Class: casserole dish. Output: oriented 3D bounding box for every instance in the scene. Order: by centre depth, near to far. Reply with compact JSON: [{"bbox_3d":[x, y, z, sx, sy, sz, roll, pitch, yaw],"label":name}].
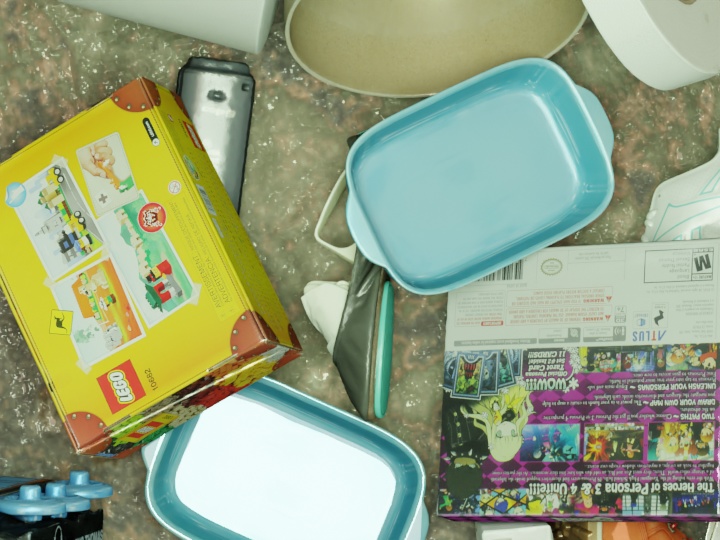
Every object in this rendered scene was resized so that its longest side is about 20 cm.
[{"bbox_3d":[0.075,-0.060,1.564,0.199,0.039,0.122,-26,90,-18],"label":"casserole dish"},{"bbox_3d":[-0.051,0.144,1.596,0.199,0.039,0.122,24,87,-2],"label":"casserole dish"}]

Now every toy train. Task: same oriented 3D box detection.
[{"bbox_3d":[-0.230,0.176,1.527,0.113,0.200,0.087,2,91,10],"label":"toy train"}]

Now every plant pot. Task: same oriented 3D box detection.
[{"bbox_3d":[0.043,-0.221,1.542,0.199,0.201,0.135,-7,66,-1],"label":"plant pot"}]

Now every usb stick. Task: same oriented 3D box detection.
[{"bbox_3d":[-0.108,-0.043,1.606,0.055,0.033,0.202,7,90,0],"label":"usb stick"}]

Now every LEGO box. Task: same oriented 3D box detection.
[{"bbox_3d":[-0.151,-0.001,1.547,0.148,0.077,0.201,-29,76,12],"label":"LEGO box"}]

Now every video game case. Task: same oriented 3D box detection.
[{"bbox_3d":[0.149,0.073,1.549,0.199,0.036,0.183,-3,75,26],"label":"video game case"}]

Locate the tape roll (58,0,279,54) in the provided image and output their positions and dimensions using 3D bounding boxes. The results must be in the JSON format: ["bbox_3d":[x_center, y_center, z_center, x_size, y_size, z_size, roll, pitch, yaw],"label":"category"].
[{"bbox_3d":[-0.105,-0.253,1.522,0.138,0.203,0.204,15,90,-1],"label":"tape roll"}]

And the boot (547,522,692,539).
[{"bbox_3d":[0.186,0.182,1.598,0.106,0.075,0.202,-5,86,-18],"label":"boot"}]

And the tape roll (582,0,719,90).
[{"bbox_3d":[0.182,-0.216,1.530,0.037,0.203,0.204,-19,90,28],"label":"tape roll"}]

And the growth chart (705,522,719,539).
[{"bbox_3d":[0.292,0.166,1.597,0.144,0.018,0.202,11,85,-22],"label":"growth chart"}]

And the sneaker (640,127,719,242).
[{"bbox_3d":[0.219,-0.012,1.599,0.080,0.070,0.200,43,90,19],"label":"sneaker"}]

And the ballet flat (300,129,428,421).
[{"bbox_3d":[0.000,0.000,1.593,0.068,0.068,0.202,8,78,9],"label":"ballet flat"}]

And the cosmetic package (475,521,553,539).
[{"bbox_3d":[0.112,0.268,1.585,0.050,0.083,0.202,-6,91,-3],"label":"cosmetic package"}]
